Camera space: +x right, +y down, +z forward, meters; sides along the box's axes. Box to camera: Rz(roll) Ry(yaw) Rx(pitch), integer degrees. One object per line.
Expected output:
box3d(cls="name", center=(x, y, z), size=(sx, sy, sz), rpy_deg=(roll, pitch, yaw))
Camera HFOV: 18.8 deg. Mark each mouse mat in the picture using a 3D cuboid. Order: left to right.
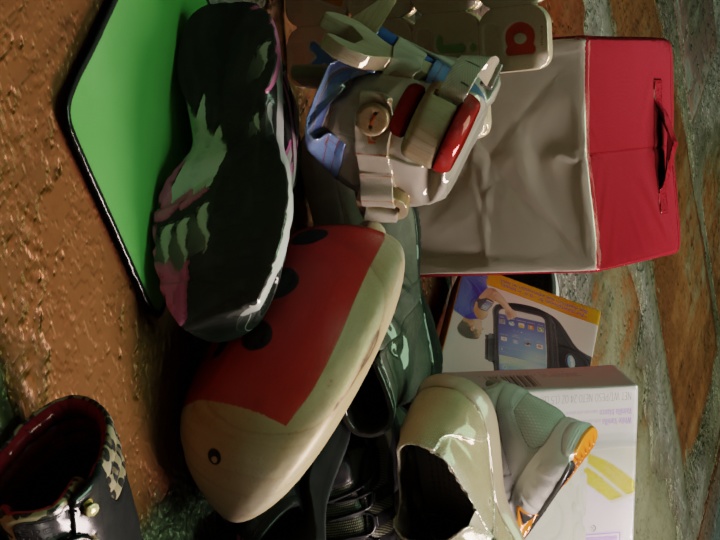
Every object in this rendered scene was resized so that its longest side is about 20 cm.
box3d(cls="mouse mat", center=(-0.113, -0.094, 1.231), size=(0.200, 0.008, 0.161), rpy_deg=(-72, 153, -43))

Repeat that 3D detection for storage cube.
box3d(cls="storage cube", center=(0.125, -0.085, 1.632), size=(0.180, 0.199, 0.172), rpy_deg=(-11, 99, -64))

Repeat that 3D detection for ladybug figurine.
box3d(cls="ladybug figurine", center=(-0.043, 0.048, 1.255), size=(0.072, 0.136, 0.200), rpy_deg=(35, 62, -14))

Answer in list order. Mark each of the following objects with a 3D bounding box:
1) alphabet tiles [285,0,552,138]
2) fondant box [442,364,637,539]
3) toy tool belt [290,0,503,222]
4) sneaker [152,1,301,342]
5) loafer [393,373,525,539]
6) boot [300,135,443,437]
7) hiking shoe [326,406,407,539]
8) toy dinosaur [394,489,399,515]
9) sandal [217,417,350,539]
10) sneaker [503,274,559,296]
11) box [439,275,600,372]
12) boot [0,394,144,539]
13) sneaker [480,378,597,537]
box3d(cls="alphabet tiles", center=(0.034, -0.181, 1.378), size=(0.015, 0.195, 0.201), rpy_deg=(-4, 91, -56))
box3d(cls="fondant box", center=(0.123, 0.174, 1.577), size=(0.058, 0.144, 0.201), rpy_deg=(-129, -142, -72))
box3d(cls="toy tool belt", center=(0.007, -0.096, 1.264), size=(0.125, 0.123, 0.200), rpy_deg=(-64, 177, 2))
box3d(cls="sneaker", center=(-0.062, -0.050, 1.248), size=(0.086, 0.080, 0.201), rpy_deg=(55, 38, -60))
box3d(cls="loafer", center=(0.058, 0.165, 1.386), size=(0.068, 0.075, 0.201), rpy_deg=(-36, 120, -45))
box3d(cls="boot", center=(0.000, 0.000, 1.388), size=(0.131, 0.068, 0.201), rpy_deg=(-20, 93, -75))
box3d(cls="hiking shoe", center=(-0.013, 0.160, 1.413), size=(0.101, 0.076, 0.201), rpy_deg=(45, 37, -51))
box3d(cls="toy dinosaur", center=(0.029, 0.185, 1.536), size=(0.088, 0.047, 0.201), rpy_deg=(-91, -172, -65))
box3d(cls="sandal", center=(-0.055, 0.142, 1.300), size=(0.048, 0.075, 0.201), rpy_deg=(46, 27, -18))
box3d(cls="sneaker", center=(0.141, 0.098, 1.809), size=(0.121, 0.083, 0.201), rpy_deg=(43, 55, -56))
box3d(cls="box", center=(0.113, 0.087, 1.671), size=(0.200, 0.119, 0.042), rpy_deg=(-73, -176, -49))
box3d(cls="boot", center=(-0.139, 0.169, 1.031), size=(0.200, 0.073, 0.151), rpy_deg=(-70, 152, -55))
box3d(cls="sneaker", center=(0.080, 0.142, 1.452), size=(0.076, 0.092, 0.200), rpy_deg=(-42, 167, -47))
